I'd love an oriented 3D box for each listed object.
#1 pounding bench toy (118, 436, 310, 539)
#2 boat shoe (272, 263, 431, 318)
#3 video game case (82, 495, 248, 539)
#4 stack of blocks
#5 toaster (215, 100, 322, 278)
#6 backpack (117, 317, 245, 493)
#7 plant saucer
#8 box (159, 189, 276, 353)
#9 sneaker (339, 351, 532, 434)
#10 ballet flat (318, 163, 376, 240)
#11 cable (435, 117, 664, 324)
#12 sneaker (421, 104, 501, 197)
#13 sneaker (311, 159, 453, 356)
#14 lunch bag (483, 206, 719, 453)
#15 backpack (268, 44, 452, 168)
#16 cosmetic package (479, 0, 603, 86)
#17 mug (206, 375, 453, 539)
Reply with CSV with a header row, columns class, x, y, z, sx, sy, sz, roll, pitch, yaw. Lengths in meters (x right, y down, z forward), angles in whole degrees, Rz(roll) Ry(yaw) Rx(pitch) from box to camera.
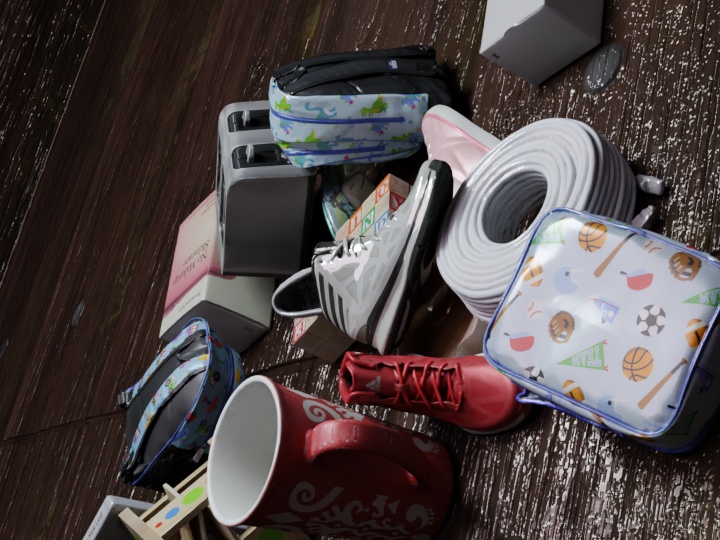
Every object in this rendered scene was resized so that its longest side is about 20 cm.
class,x,y,z,sx,sy,sz,roll,pitch,yaw
pounding bench toy,-0.132,0.305,1.352,0.156,0.201,0.124,-38,22,-19
boat shoe,-0.015,0.010,1.308,0.199,0.068,0.073,-10,97,41
video game case,-0.248,0.353,1.425,0.022,0.199,0.183,40,103,47
stack of blocks,0.000,0.000,1.420,0.200,0.058,0.116,-47,27,37
toaster,-0.123,-0.099,1.599,0.182,0.118,0.201,-102,15,-50
backpack,-0.212,0.171,1.587,0.200,0.134,0.183,-53,28,23
plant saucer,0.092,0.041,1.251,0.200,0.036,0.202,-42,35,39
box,-0.191,0.006,1.721,0.128,0.108,0.201,-38,36,42
sneaker,0.055,0.112,1.133,0.199,0.115,0.079,-8,82,50
ballet flat,-0.015,-0.107,1.549,0.074,0.074,0.201,-50,33,27
cable,0.156,-0.045,1.129,0.200,0.069,0.200,-51,31,5
sneaker,0.092,-0.105,1.312,0.105,0.075,0.200,-45,31,0
sneaker,0.012,-0.027,1.213,0.076,0.115,0.202,-21,-48,-68
lunch bag,0.194,0.046,0.961,0.199,0.075,0.161,24,90,43
backpack,-0.010,-0.195,1.466,0.164,0.198,0.155,-110,29,-54
cosmetic package,0.197,-0.312,1.310,0.107,0.084,0.201,-29,44,51
mug,-0.014,0.190,1.123,0.177,0.199,0.134,19,90,60
